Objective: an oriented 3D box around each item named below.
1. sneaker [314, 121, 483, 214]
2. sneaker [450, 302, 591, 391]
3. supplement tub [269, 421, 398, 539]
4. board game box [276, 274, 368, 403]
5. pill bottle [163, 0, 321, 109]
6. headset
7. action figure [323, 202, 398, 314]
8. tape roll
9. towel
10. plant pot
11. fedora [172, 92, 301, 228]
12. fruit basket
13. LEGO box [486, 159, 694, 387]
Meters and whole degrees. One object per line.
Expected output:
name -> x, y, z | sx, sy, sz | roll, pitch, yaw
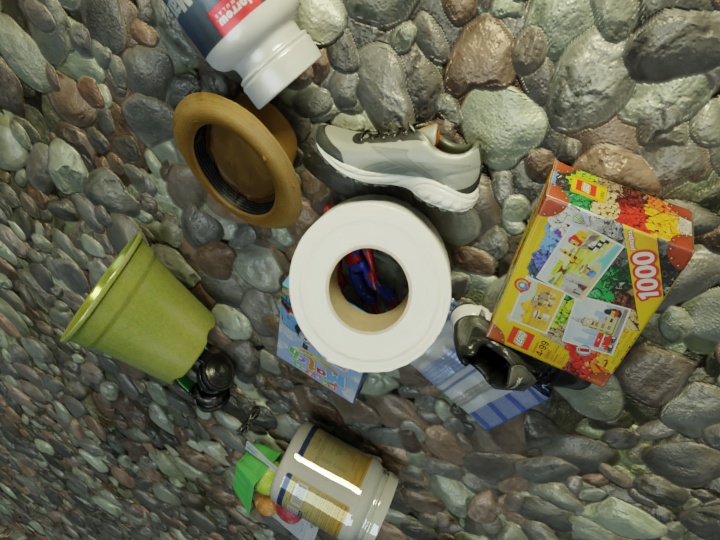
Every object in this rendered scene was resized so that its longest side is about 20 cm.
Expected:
sneaker -> 0.043, -0.132, 0.662 | 0.194, 0.074, 0.081 | 17, 123, 8
sneaker -> 0.196, 0.117, 0.736 | 0.195, 0.092, 0.067 | 24, 131, -4
supplement tub -> -0.044, 0.374, 1.044 | 0.195, 0.146, 0.147 | 26, 134, 8
board game box -> -0.051, 0.103, 0.885 | 0.148, 0.037, 0.202 | 30, 145, 11
pill bottle -> -0.130, -0.276, 0.605 | 0.118, 0.121, 0.202 | -23, 112, 39
headset -> -0.269, 0.214, 1.080 | 0.196, 0.095, 0.125 | 29, 134, 5
action figure -> 0.000, 0.000, 0.800 | 0.064, 0.052, 0.204 | -7, 119, 38
tape roll -> 0.013, 0.016, 0.729 | 0.195, 0.071, 0.210 | 2, 105, 7
towel -> 0.151, 0.138, 0.838 | 0.199, 0.024, 0.147 | 41, 134, -6
plant pot -> -0.340, 0.077, 0.964 | 0.183, 0.204, 0.198 | 39, 135, -21
fedora -> -0.132, -0.142, 0.722 | 0.196, 0.083, 0.203 | 26, 149, 16
fruit basket -> -0.155, 0.439, 1.183 | 0.196, 0.094, 0.189 | 28, 134, 13
LEGO box -> 0.238, 0.008, 0.650 | 0.145, 0.078, 0.204 | 22, 132, 12
